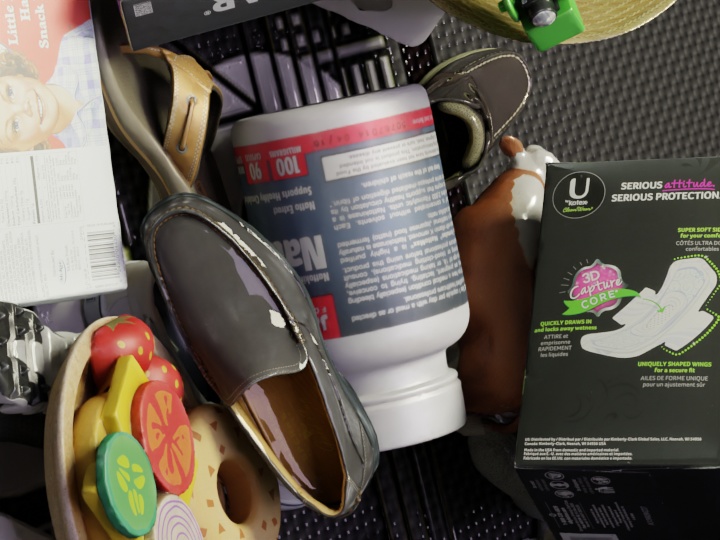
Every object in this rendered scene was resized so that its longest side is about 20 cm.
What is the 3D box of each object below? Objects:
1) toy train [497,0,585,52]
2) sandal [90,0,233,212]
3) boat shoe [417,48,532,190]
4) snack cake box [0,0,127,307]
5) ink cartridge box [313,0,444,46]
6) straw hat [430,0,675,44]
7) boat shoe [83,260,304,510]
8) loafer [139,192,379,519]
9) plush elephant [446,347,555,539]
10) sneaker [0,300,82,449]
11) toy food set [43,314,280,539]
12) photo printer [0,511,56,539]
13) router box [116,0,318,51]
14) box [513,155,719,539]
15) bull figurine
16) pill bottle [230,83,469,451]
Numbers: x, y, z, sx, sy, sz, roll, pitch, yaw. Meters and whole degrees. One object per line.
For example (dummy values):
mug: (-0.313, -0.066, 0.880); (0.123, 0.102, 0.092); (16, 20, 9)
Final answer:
toy train: (0.081, -0.208, 1.264); (0.056, 0.041, 0.201); (45, 25, -55)
sandal: (-0.101, -0.081, 1.309); (0.201, 0.054, 0.080); (64, 22, -19)
boat shoe: (0.055, -0.085, 1.460); (0.200, 0.065, 0.074); (-41, 112, -37)
snack cake box: (-0.201, -0.079, 1.226); (0.114, 0.067, 0.202); (-7, 90, -41)
ink cartridge box: (0.026, -0.253, 1.411); (0.128, 0.125, 0.202); (17, 74, -39)
straw hat: (0.109, -0.184, 1.335); (0.199, 0.085, 0.203); (1, 58, -2)
boat shoe: (-0.078, 0.071, 1.322); (0.200, 0.065, 0.074); (45, 58, -30)
loafer: (-0.053, 0.047, 1.241); (0.201, 0.073, 0.072); (54, 9, -12)
plush elephant: (0.162, 0.118, 1.474); (0.164, 0.154, 0.202); (-10, 91, -42)
sneaker: (-0.182, 0.069, 1.230); (0.200, 0.090, 0.067); (36, 43, -62)
toy food set: (-0.104, 0.122, 1.199); (0.199, 0.048, 0.201); (-81, 151, -49)
photo printer: (-0.179, 0.226, 1.211); (0.199, 0.069, 0.168); (31, 64, -35)
router box: (-0.055, -0.224, 1.272); (0.198, 0.052, 0.158); (-16, 63, -5)
box: (0.173, 0.054, 1.343); (0.149, 0.123, 0.202); (59, 35, -56)
bull figurine: (0.076, 0.012, 1.414); (0.065, 0.121, 0.201); (26, 51, -33)
pill bottle: (0.000, 0.000, 1.328); (0.119, 0.119, 0.202); (-16, 96, -42)
